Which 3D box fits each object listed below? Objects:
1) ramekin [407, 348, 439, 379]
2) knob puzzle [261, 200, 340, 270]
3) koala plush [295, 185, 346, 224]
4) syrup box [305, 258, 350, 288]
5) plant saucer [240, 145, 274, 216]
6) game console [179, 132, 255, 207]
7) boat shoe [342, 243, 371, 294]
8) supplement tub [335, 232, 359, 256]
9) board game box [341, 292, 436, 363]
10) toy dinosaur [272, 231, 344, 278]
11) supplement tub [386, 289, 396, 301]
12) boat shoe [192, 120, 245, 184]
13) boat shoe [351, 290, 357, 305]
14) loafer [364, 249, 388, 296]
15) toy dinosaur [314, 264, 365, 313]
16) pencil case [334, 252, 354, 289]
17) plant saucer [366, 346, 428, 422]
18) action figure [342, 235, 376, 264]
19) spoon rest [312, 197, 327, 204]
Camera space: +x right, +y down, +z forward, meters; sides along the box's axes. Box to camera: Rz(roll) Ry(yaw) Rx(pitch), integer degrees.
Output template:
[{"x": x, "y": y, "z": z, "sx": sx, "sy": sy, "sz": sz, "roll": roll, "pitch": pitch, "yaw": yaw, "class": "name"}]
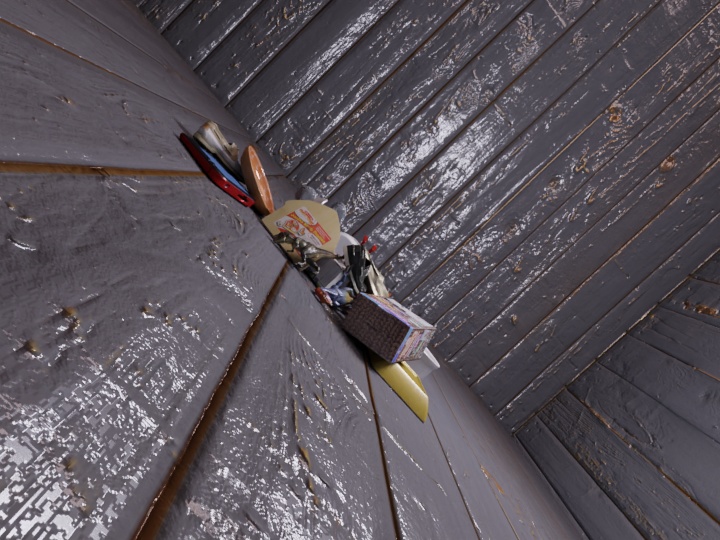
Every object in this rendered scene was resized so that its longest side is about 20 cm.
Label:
[{"x": 0.140, "y": 0.244, "z": 1.671, "sx": 0.201, "sy": 0.097, "sz": 0.201, "roll": 49, "pitch": 4, "yaw": -5, "class": "ramekin"}, {"x": -0.140, "y": -0.108, "z": 1.481, "sx": 0.220, "sy": 0.218, "sz": 0.031, "roll": 49, "pitch": -32, "yaw": 14, "class": "knob puzzle"}, {"x": -0.169, "y": -0.153, "z": 1.766, "sx": 0.175, "sy": 0.187, "sz": 0.199, "roll": 24, "pitch": -4, "yaw": -22, "class": "koala plush"}, {"x": -0.119, "y": -0.030, "z": 1.513, "sx": 0.201, "sy": 0.081, "sz": 0.079, "roll": 50, "pitch": 1, "yaw": 26, "class": "syrup box"}, {"x": -0.289, "y": -0.243, "z": 1.535, "sx": 0.200, "sy": 0.037, "sz": 0.204, "roll": -18, "pitch": 91, "yaw": -89, "class": "plant saucer"}, {"x": -0.352, "y": -0.249, "z": 1.383, "sx": 0.178, "sy": 0.031, "sz": 0.200, "roll": 51, "pitch": 4, "yaw": 21, "class": "game console"}, {"x": 0.000, "y": 0.000, "z": 1.488, "sx": 0.201, "sy": 0.066, "sz": 0.073, "roll": 76, "pitch": 0, "yaw": -55, "class": "boat shoe"}, {"x": -0.069, "y": -0.058, "z": 1.905, "sx": 0.141, "sy": 0.140, "sz": 0.200, "roll": 48, "pitch": 4, "yaw": 3, "class": "supplement tub"}, {"x": 0.075, "y": 0.143, "z": 1.376, "sx": 0.158, "sy": 0.098, "sz": 0.199, "roll": 33, "pitch": 8, "yaw": 26, "class": "board game box"}, {"x": -0.130, "y": -0.036, "z": 1.394, "sx": 0.197, "sy": 0.047, "sz": 0.090, "roll": 21, "pitch": 57, "yaw": -20, "class": "toy dinosaur"}, {"x": 0.037, "y": 0.080, "z": 2.047, "sx": 0.201, "sy": 0.107, "sz": 0.107, "roll": 49, "pitch": 4, "yaw": 7, "class": "supplement tub"}, {"x": -0.369, "y": -0.323, "z": 1.526, "sx": 0.074, "sy": 0.069, "sz": 0.200, "roll": 25, "pitch": -18, "yaw": 49, "class": "boat shoe"}, {"x": -0.001, "y": 0.110, "z": 1.581, "sx": 0.063, "sy": 0.073, "sz": 0.200, "roll": 46, "pitch": -1, "yaw": -23, "class": "boat shoe"}, {"x": 0.026, "y": 0.017, "z": 1.602, "sx": 0.075, "sy": 0.068, "sz": 0.204, "roll": -1, "pitch": -66, "yaw": 46, "class": "loafer"}, {"x": -0.056, "y": 0.082, "z": 1.415, "sx": 0.178, "sy": 0.200, "sz": 0.107, "roll": 7, "pitch": 54, "yaw": -35, "class": "toy dinosaur"}, {"x": -0.071, "y": 0.009, "z": 1.645, "sx": 0.200, "sy": 0.076, "sz": 0.091, "roll": -121, "pitch": -152, "yaw": -65, "class": "pencil case"}, {"x": 0.100, "y": 0.264, "z": 1.406, "sx": 0.200, "sy": 0.048, "sz": 0.200, "roll": 48, "pitch": 4, "yaw": -11, "class": "plant saucer"}, {"x": -0.031, "y": -0.028, "z": 1.752, "sx": 0.065, "sy": 0.200, "sz": 0.052, "roll": 42, "pitch": 31, "yaw": -11, "class": "action figure"}, {"x": -0.131, "y": -0.109, "z": 1.617, "sx": 0.098, "sy": 0.204, "sz": 0.060, "roll": 15, "pitch": 26, "yaw": 26, "class": "spoon rest"}]
